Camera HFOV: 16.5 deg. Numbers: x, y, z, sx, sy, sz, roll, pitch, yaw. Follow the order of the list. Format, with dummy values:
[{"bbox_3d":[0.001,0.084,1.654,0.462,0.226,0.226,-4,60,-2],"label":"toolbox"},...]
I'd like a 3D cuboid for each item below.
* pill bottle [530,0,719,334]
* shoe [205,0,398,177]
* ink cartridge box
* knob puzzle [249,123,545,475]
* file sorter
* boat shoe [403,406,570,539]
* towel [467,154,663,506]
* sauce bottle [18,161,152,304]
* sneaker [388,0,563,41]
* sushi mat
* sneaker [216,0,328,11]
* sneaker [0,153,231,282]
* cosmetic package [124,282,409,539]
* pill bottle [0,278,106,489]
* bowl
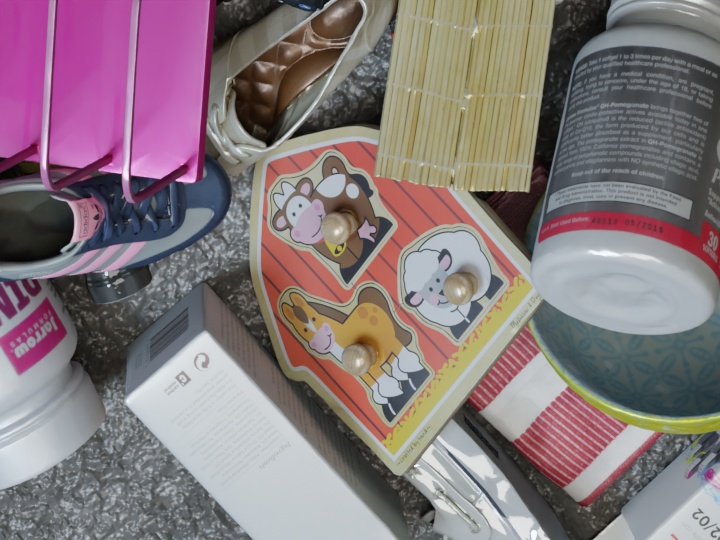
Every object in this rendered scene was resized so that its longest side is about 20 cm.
[{"bbox_3d":[0.170,-0.074,1.451,0.110,0.111,0.201,18,67,-10],"label":"pill bottle"},{"bbox_3d":[-0.060,-0.114,1.504,0.070,0.053,0.200,43,113,-14],"label":"shoe"},{"bbox_3d":[0.254,0.166,1.625,0.200,0.068,0.115,-44,105,8],"label":"ink cartridge box"},{"bbox_3d":[0.000,0.000,1.521,0.218,0.030,0.222,10,109,32],"label":"knob puzzle"},{"bbox_3d":[-0.194,-0.121,1.374,0.198,0.125,0.140,8,103,13],"label":"file sorter"},{"bbox_3d":[0.067,0.145,1.602,0.066,0.072,0.200,-39,105,11],"label":"boat shoe"},{"bbox_3d":[0.127,0.043,1.602,0.144,0.023,0.200,-44,106,9],"label":"towel"},{"bbox_3d":[-0.180,-0.077,1.515,0.064,0.065,0.201,-20,106,1],"label":"sauce bottle"},{"bbox_3d":[0.099,-0.200,1.501,0.199,0.077,0.082,-25,101,2],"label":"sneaker"},{"bbox_3d":[0.067,-0.147,1.469,0.095,0.012,0.202,8,87,11],"label":"sushi mat"},{"bbox_3d":[-0.078,-0.169,1.455,0.111,0.073,0.200,31,136,-11],"label":"sneaker"},{"bbox_3d":[-0.155,-0.029,1.448,0.199,0.082,0.071,-14,97,-26],"label":"sneaker"},{"bbox_3d":[-0.058,0.114,1.565,0.071,0.102,0.200,-40,105,8],"label":"cosmetic package"},{"bbox_3d":[-0.243,0.026,1.515,0.113,0.113,0.201,-27,108,3],"label":"pill bottle"},{"bbox_3d":[0.201,0.019,1.522,0.199,0.201,0.108,-22,152,2],"label":"bowl"}]
